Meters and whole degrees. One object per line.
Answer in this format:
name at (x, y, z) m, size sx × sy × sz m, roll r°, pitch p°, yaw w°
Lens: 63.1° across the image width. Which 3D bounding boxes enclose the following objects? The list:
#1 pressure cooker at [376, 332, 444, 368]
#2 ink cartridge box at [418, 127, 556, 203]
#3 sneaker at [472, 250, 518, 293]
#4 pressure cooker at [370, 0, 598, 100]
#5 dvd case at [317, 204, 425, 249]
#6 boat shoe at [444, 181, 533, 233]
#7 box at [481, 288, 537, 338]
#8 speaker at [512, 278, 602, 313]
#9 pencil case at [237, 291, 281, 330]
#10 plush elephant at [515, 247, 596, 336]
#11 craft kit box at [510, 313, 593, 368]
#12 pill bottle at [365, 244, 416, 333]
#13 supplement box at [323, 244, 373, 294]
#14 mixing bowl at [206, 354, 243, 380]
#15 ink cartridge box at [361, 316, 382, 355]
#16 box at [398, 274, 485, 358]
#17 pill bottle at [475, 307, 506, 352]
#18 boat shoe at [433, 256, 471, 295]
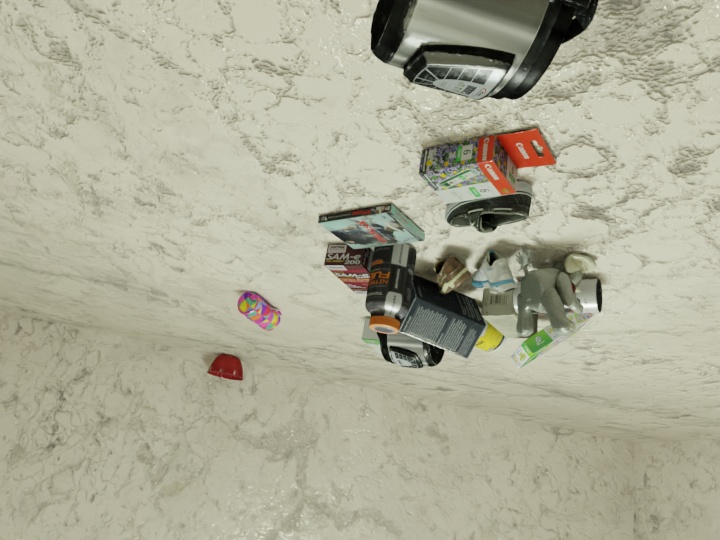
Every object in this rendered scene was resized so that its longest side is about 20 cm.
pressure cooker at (0.144, 0.198, 1.767) m, size 0.197 × 0.179 × 0.178 m, roll 1°, pitch -177°, yaw 27°
ink cartridge box at (0.207, -0.167, 0.961) m, size 0.198 × 0.051 × 0.109 m, roll -4°, pitch 156°, yaw 35°
sneaker at (0.303, -0.003, 1.338) m, size 0.074 × 0.088 × 0.200 m, roll -12°, pitch -176°, yaw -7°
pressure cooker at (0.123, -0.264, 0.566) m, size 0.197 × 0.178 × 0.180 m, roll 13°, pitch 136°, yaw -11°
dvd case at (0.024, -0.093, 1.293) m, size 0.198 × 0.022 × 0.146 m, roll -6°, pitch 154°, yaw 35°
boat shoe at (0.228, -0.106, 1.084) m, size 0.071 × 0.072 × 0.199 m, roll 22°, pitch 158°, yaw -29°
box at (0.406, 0.118, 1.581) m, size 0.094 × 0.079 × 0.200 m, roll -4°, pitch 156°, yaw 32°
speaker at (0.472, 0.062, 1.402) m, size 0.197 × 0.082 × 0.081 m, roll -3°, pitch 156°, yaw 32°
pencil case at (-0.346, 0.140, 2.014) m, size 0.087 × 0.090 × 0.200 m, roll 3°, pitch 161°, yaw 19°
plush elephant at (0.428, 0.041, 1.281) m, size 0.153 × 0.203 × 0.164 m, roll -7°, pitch 169°, yaw -24°
craft kit box at (0.515, 0.181, 1.587) m, size 0.198 × 0.049 × 0.198 m, roll -30°, pitch 157°, yaw -7°
pill bottle at (0.069, 0.042, 1.368) m, size 0.104 × 0.203 × 0.106 m, roll 8°, pitch 160°, yaw 3°
supplement box at (0.000, 0.000, 1.495) m, size 0.107 × 0.062 × 0.200 m, roll 0°, pitch 157°, yaw 26°
mixing bowl at (-0.713, 0.515, 3.146) m, size 0.197 × 0.110 × 0.201 m, roll 10°, pitch 160°, yaw 4°
ink cartridge box at (0.106, 0.235, 2.032) m, size 0.143 × 0.089 × 0.200 m, roll 2°, pitch 157°, yaw 22°
box at (0.200, 0.114, 1.503) m, size 0.197 × 0.108 × 0.149 m, roll 22°, pitch -159°, yaw -9°
pill bottle at (0.319, 0.155, 1.678) m, size 0.198 × 0.113 × 0.111 m, roll 23°, pitch 156°, yaw -29°
boat shoe at (0.213, 0.004, 1.415) m, size 0.075 × 0.074 × 0.202 m, roll 49°, pitch 170°, yaw 5°
